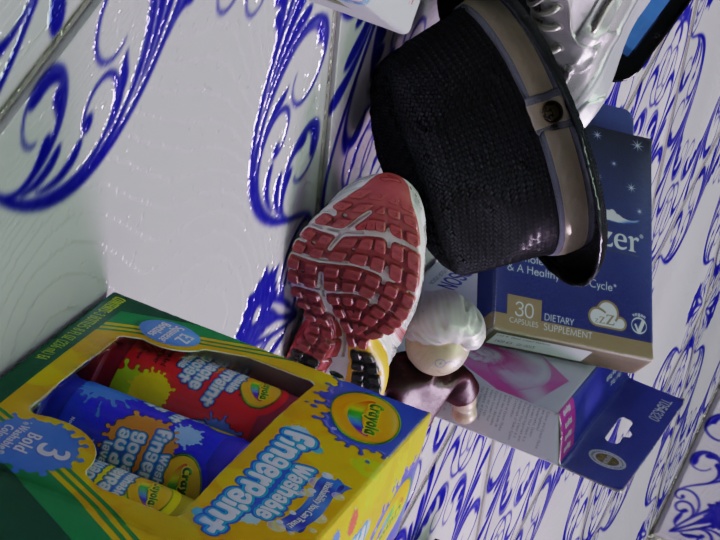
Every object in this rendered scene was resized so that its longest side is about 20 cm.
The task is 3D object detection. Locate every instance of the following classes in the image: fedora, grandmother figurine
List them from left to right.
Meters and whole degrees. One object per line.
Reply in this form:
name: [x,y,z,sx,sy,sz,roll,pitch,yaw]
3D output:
grandmother figurine: [0.026,0.089,1.810,0.121,0.061,0.200,-12,141,-38]
fedora: [0.064,-0.071,1.676,0.091,0.201,0.201,-23,150,-14]

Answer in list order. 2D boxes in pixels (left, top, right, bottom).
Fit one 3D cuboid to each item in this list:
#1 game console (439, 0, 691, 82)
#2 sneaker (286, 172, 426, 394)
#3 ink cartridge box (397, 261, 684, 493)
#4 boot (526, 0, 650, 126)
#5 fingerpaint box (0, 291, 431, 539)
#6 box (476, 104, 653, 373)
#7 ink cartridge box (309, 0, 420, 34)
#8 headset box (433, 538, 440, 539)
game console: [0.159,-0.219,1.769,0.200,0.118,0.171,-55,171,15]
sneaker: [0.000,0.000,1.681,0.200,0.078,0.082,108,5,-57]
ink cartridge box: [0.112,0.065,1.939,0.196,0.200,0.043,-41,149,-66]
boot: [0.117,-0.161,1.723,0.095,0.074,0.200,13,113,-41]
fingerpaint box: [-0.081,0.095,1.255,0.200,0.166,0.074,-41,149,-63]
box: [0.139,-0.037,1.945,0.032,0.121,0.201,135,-38,-57]
ink cartridge box: [-0.009,-0.198,1.285,0.200,0.084,0.145,16,94,-79]
headset box: [0.051,0.329,2.373,0.149,0.077,0.200,-43,152,-63]
